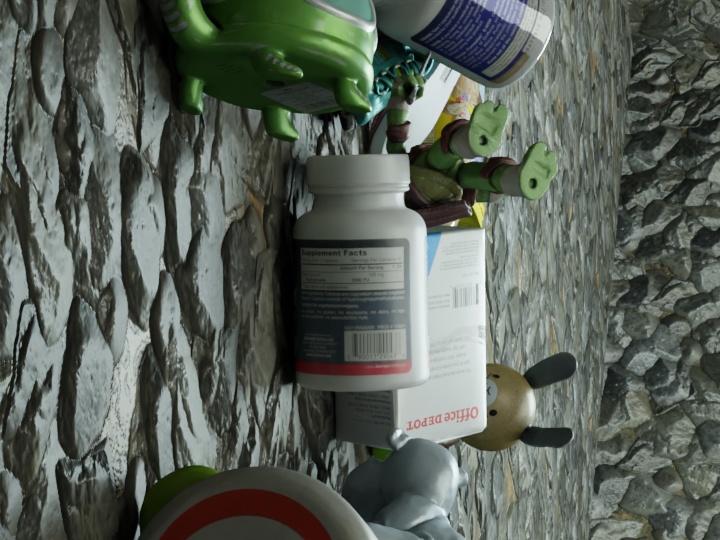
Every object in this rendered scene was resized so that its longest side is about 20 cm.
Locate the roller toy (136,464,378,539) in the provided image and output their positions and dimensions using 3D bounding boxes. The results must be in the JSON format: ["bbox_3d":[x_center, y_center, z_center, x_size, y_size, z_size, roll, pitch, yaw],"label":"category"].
[{"bbox_3d":[-0.062,0.238,1.325,0.140,0.181,0.201,61,31,-64],"label":"roller toy"}]

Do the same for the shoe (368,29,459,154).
[{"bbox_3d":[0.046,-0.209,2.010,0.201,0.091,0.071,-59,151,-4],"label":"shoe"}]

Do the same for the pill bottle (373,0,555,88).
[{"bbox_3d":[0.077,-0.264,1.873,0.199,0.119,0.120,23,61,-34],"label":"pill bottle"}]

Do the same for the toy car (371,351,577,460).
[{"bbox_3d":[0.125,0.135,2.046,0.158,0.199,0.165,65,28,-60],"label":"toy car"}]

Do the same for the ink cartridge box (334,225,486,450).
[{"bbox_3d":[0.047,0.061,1.878,0.146,0.084,0.201,-6,98,-50],"label":"ink cartridge box"}]

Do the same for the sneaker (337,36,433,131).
[{"bbox_3d":[0.020,-0.188,1.876,0.200,0.079,0.078,-57,144,-65],"label":"sneaker"}]

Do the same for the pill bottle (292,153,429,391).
[{"bbox_3d":[0.000,0.000,1.711,0.120,0.119,0.201,-11,101,-76],"label":"pill bottle"}]

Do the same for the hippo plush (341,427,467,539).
[{"bbox_3d":[0.030,0.218,1.749,0.159,0.200,0.162,32,41,-36],"label":"hippo plush"}]

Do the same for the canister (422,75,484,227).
[{"bbox_3d":[0.090,-0.153,2.148,0.149,0.086,0.201,58,33,-65],"label":"canister"}]

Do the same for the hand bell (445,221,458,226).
[{"bbox_3d":[0.065,0.026,1.985,0.104,0.103,0.201,22,66,-75],"label":"hand bell"}]

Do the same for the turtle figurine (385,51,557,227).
[{"bbox_3d":[0.098,-0.124,1.781,0.199,0.194,0.145,-26,103,-28],"label":"turtle figurine"}]

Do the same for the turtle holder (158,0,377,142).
[{"bbox_3d":[-0.076,-0.182,1.418,0.141,0.184,0.133,144,-48,-67],"label":"turtle holder"}]
